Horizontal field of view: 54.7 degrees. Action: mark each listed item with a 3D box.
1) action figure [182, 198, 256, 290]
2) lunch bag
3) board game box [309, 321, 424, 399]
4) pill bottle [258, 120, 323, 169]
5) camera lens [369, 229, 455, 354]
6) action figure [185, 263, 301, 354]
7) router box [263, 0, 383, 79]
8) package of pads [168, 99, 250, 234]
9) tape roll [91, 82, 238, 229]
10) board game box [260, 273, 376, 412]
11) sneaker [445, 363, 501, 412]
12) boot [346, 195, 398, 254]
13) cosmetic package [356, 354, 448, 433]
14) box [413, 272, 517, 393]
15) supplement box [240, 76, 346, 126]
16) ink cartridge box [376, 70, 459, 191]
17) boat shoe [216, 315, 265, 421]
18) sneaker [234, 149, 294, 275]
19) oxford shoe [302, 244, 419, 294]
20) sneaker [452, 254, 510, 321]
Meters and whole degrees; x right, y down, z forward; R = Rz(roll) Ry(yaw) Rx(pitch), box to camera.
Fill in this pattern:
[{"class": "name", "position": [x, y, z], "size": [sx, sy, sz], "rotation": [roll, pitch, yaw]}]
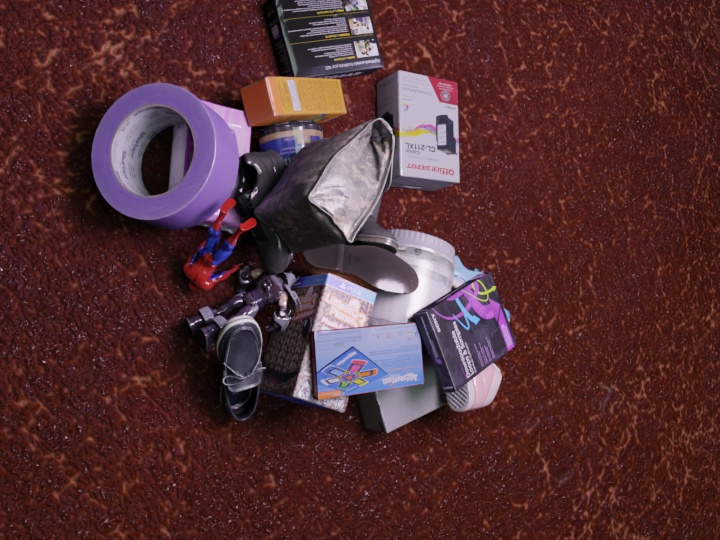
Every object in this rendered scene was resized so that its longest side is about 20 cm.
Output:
[{"class": "action figure", "position": [-0.213, -0.038, 1.085], "size": [0.065, 0.200, 0.099], "rotation": [44, 40, 0]}, {"class": "lunch bag", "position": [-0.042, -0.136, 1.061], "size": [0.118, 0.163, 0.201], "rotation": [44, 61, -26]}, {"class": "board game box", "position": [0.013, 0.140, 1.102], "size": [0.198, 0.019, 0.104], "rotation": [-2, 85, -32]}, {"class": "pill bottle", "position": [-0.107, -0.144, 1.186], "size": [0.111, 0.112, 0.202], "rotation": [-8, 89, -31]}, {"class": "camera lens", "position": [0.081, 0.045, 1.253], "size": [0.159, 0.160, 0.202], "rotation": [20, 76, -28]}, {"class": "action figure", "position": [-0.182, 0.054, 1.127], "size": [0.199, 0.130, 0.070], "rotation": [-31, 144, -24]}, {"class": "router box", "position": [-0.064, -0.427, 1.271], "size": [0.199, 0.051, 0.151], "rotation": [-17, 96, -31]}, {"class": "package of pads", "position": [-0.246, -0.165, 1.126], "size": [0.120, 0.075, 0.202], "rotation": [7, 82, -33]}, {"class": "tape roll", "position": [-0.288, -0.166, 1.031], "size": [0.198, 0.085, 0.202], "rotation": [-1, 84, 12]}, {"class": "board game box", "position": [-0.077, 0.119, 1.154], "size": [0.096, 0.159, 0.202], "rotation": [23, 74, -27]}, {"class": "sneaker", "position": [0.202, 0.156, 1.278], "size": [0.104, 0.075, 0.202], "rotation": [8, 73, -41]}, {"class": "boot", "position": [0.025, -0.129, 1.232], "size": [0.072, 0.181, 0.202], "rotation": [32, 74, -39]}, {"class": "cosmetic package", "position": [0.092, 0.213, 1.291], "size": [0.199, 0.090, 0.108], "rotation": [-16, 93, -28]}, {"class": "box", "position": [0.185, 0.103, 1.201], "size": [0.199, 0.036, 0.144], "rotation": [-27, 97, -41]}, {"class": "supplement box", "position": [-0.109, -0.287, 1.186], "size": [0.199, 0.066, 0.069], "rotation": [-22, 98, -52]}, {"class": "ink cartridge box", "position": [0.112, -0.265, 1.344], "size": [0.145, 0.083, 0.202], "rotation": [2, 84, -31]}, {"class": "boat shoe", "position": [-0.184, 0.154, 1.081], "size": [0.074, 0.062, 0.201], "rotation": [-10, 130, -27]}, {"class": "sneaker", "position": [-0.161, -0.092, 1.105], "size": [0.090, 0.075, 0.202], "rotation": [-9, 89, -57]}, {"class": "oxford shoe", "position": [0.000, 0.000, 1.166], "size": [0.198, 0.071, 0.072], "rotation": [16, 63, -3]}, {"class": "sneaker", "position": [0.236, 0.038, 1.397], "size": [0.200, 0.078, 0.090], "rotation": [38, 65, -23]}]
